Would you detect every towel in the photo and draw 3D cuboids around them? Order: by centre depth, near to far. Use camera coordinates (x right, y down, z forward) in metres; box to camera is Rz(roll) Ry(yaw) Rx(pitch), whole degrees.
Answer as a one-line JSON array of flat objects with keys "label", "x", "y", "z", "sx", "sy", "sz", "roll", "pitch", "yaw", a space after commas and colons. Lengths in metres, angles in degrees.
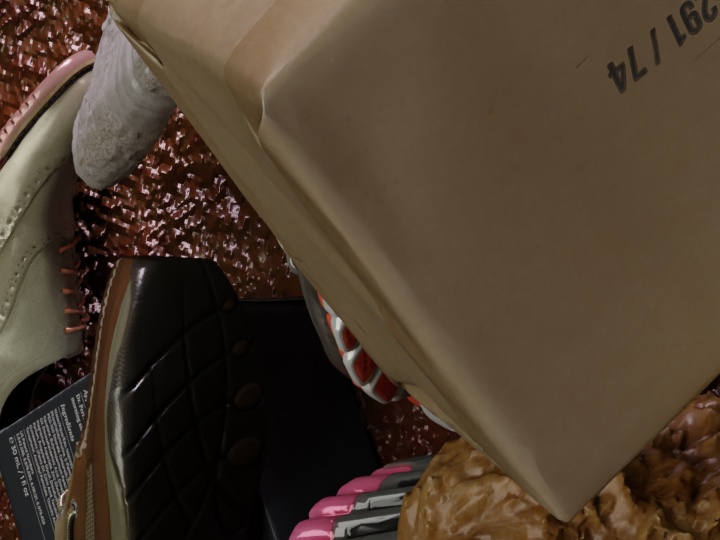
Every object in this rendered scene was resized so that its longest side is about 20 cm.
[{"label": "towel", "x": -0.057, "y": -0.141, "z": 0.892, "sx": 0.133, "sy": 0.034, "sz": 0.201, "roll": 131, "pitch": 157, "yaw": -55}]

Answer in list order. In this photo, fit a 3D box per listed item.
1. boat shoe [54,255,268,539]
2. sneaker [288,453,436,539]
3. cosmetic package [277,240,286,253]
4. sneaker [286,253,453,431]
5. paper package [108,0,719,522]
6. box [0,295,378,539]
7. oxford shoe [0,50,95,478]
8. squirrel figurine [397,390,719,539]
[{"label": "boat shoe", "x": -0.084, "y": 0.095, "z": 0.883, "sx": 0.074, "sy": 0.075, "sz": 0.202, "roll": 0, "pitch": 89, "yaw": 44}, {"label": "sneaker", "x": 0.009, "y": 0.149, "z": 0.851, "sx": 0.079, "sy": 0.200, "sz": 0.096, "roll": -7, "pitch": 123, "yaw": 36}, {"label": "cosmetic package", "x": 0.033, "y": -0.102, "z": 0.872, "sx": 0.200, "sy": 0.073, "sz": 0.104, "roll": -46, "pitch": 62, "yaw": 34}, {"label": "sneaker", "x": 0.000, "y": 0.000, "z": 0.820, "sx": 0.082, "sy": 0.200, "sz": 0.077, "roll": 31, "pitch": 80, "yaw": 24}, {"label": "paper package", "x": 0.063, "y": -0.066, "z": 0.678, "sx": 0.200, "sy": 0.191, "sz": 0.103, "roll": -43, "pitch": 35, "yaw": -8}, {"label": "box", "x": -0.054, "y": 0.130, "z": 0.953, "sx": 0.141, "sy": 0.079, "sz": 0.201, "roll": -32, "pitch": 70, "yaw": 39}, {"label": "oxford shoe", "x": -0.143, "y": -0.001, "z": 1.052, "sx": 0.074, "sy": 0.071, "sz": 0.201, "roll": 30, "pitch": 113, "yaw": 10}, {"label": "squirrel figurine", "x": 0.105, "y": 0.134, "z": 0.758, "sx": 0.185, "sy": 0.141, "sz": 0.202, "roll": 0, "pitch": 78, "yaw": 20}]
